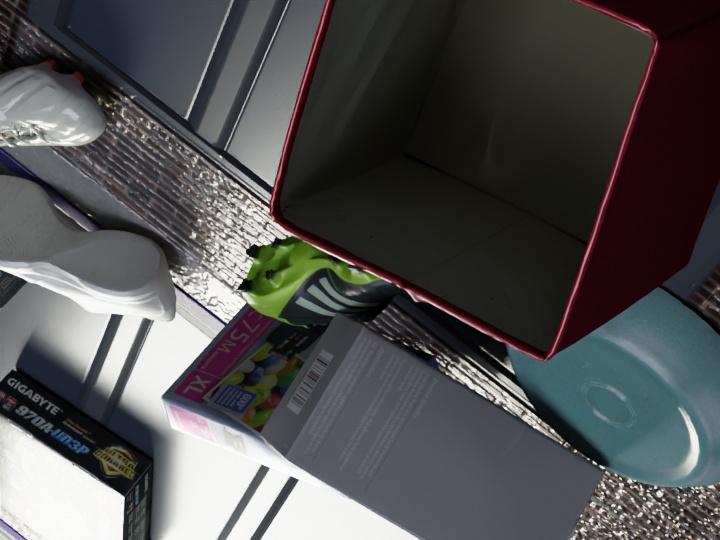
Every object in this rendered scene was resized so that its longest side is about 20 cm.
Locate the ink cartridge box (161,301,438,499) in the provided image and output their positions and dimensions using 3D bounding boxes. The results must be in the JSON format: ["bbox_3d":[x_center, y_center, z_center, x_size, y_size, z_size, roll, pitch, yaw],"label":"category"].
[{"bbox_3d":[-0.029,0.091,1.759,0.200,0.119,0.042,21,144,32],"label":"ink cartridge box"}]

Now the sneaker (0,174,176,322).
[{"bbox_3d":[-0.229,-0.006,1.919,0.200,0.075,0.089,24,159,24],"label":"sneaker"}]

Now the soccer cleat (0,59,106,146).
[{"bbox_3d":[-0.265,-0.113,1.795,0.200,0.078,0.069,14,142,38],"label":"soccer cleat"}]

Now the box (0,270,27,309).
[{"bbox_3d":[-0.377,-0.027,2.074,0.158,0.051,0.200,51,150,-17],"label":"box"}]

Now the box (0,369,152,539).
[{"bbox_3d":[-0.265,0.192,2.254,0.159,0.046,0.200,32,150,14],"label":"box"}]

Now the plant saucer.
[{"bbox_3d":[0.167,0.076,1.598,0.200,0.036,0.200,29,149,19],"label":"plant saucer"}]

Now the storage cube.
[{"bbox_3d":[0.086,-0.086,1.254,0.171,0.180,0.201,27,117,21],"label":"storage cube"}]

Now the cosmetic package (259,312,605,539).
[{"bbox_3d":[0.049,0.124,1.648,0.200,0.107,0.090,33,177,-16],"label":"cosmetic package"}]

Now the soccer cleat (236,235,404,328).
[{"bbox_3d":[0.000,0.000,1.671,0.081,0.068,0.200,28,155,-32],"label":"soccer cleat"}]
